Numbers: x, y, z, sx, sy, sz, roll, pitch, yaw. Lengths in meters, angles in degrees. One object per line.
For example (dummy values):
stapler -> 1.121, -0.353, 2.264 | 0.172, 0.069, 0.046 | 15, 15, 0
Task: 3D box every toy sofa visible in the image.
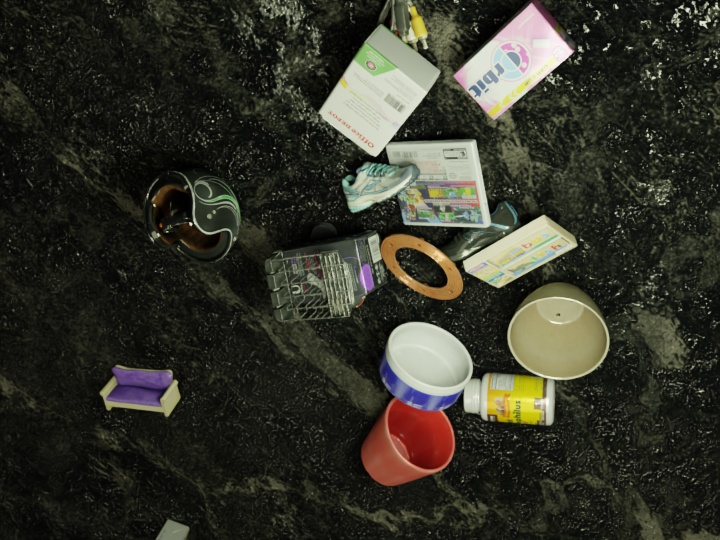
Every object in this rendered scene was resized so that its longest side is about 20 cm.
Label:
toy sofa -> -0.599, 0.326, 2.100 | 0.198, 0.083, 0.098 | 3, 122, 16

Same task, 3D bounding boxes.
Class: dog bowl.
dog bowl -> 0.144, 0.212, 1.727 | 0.199, 0.200, 0.079 | 24, 127, 2

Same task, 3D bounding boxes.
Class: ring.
ring -> 0.133, -0.010, 1.660 | 0.199, 0.019, 0.201 | 27, 153, 15

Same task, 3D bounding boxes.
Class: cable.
cable -> 0.072, -0.504, 1.428 | 0.097, 0.050, 0.202 | 6, 111, 34

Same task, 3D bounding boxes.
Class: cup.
cup -> 0.414, 0.104, 1.612 | 0.199, 0.143, 0.202 | 8, 122, 13

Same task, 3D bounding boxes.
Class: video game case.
video game case -> 0.157, -0.175, 1.564 | 0.199, 0.023, 0.183 | 4, 122, 35

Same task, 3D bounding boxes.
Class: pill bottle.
pill bottle -> 0.340, 0.292, 1.768 | 0.198, 0.109, 0.110 | 1, 121, 17

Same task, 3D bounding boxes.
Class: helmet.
helmet -> -0.356, -0.121, 1.690 | 0.199, 0.190, 0.202 | -4, 81, 29

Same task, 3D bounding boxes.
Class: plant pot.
plant pot -> 0.102, 0.426, 1.886 | 0.200, 0.201, 0.177 | 36, 134, -6

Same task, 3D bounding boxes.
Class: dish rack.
dish rack -> -0.103, 0.031, 1.604 | 0.199, 0.055, 0.155 | -6, 102, 26

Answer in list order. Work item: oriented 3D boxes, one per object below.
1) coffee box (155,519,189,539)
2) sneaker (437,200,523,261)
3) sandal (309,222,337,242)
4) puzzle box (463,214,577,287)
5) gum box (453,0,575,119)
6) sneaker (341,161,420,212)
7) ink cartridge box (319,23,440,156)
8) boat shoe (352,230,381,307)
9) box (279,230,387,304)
coffee box -> -0.601, 0.897, 2.428 | 0.079, 0.113, 0.201 | 18, 125, 6
sneaker -> 0.239, -0.078, 1.613 | 0.199, 0.073, 0.082 | -24, 92, 24
sandal -> -0.096, -0.014, 1.760 | 0.076, 0.043, 0.201 | 11, 123, 11
puzzle box -> 0.326, -0.035, 1.581 | 0.199, 0.026, 0.133 | -32, 144, 30
gum box -> 0.274, -0.380, 1.408 | 0.114, 0.066, 0.200 | 45, 123, -10
sneaker -> 0.033, -0.184, 1.582 | 0.199, 0.078, 0.087 | -21, 101, 42
ink cartridge box -> 0.033, -0.338, 1.474 | 0.144, 0.084, 0.200 | 37, 138, -6
boat shoe -> -0.002, -0.002, 1.732 | 0.074, 0.063, 0.202 | 37, 116, 30
box -> -0.061, -0.005, 1.663 | 0.199, 0.106, 0.123 | -8, 99, 28
